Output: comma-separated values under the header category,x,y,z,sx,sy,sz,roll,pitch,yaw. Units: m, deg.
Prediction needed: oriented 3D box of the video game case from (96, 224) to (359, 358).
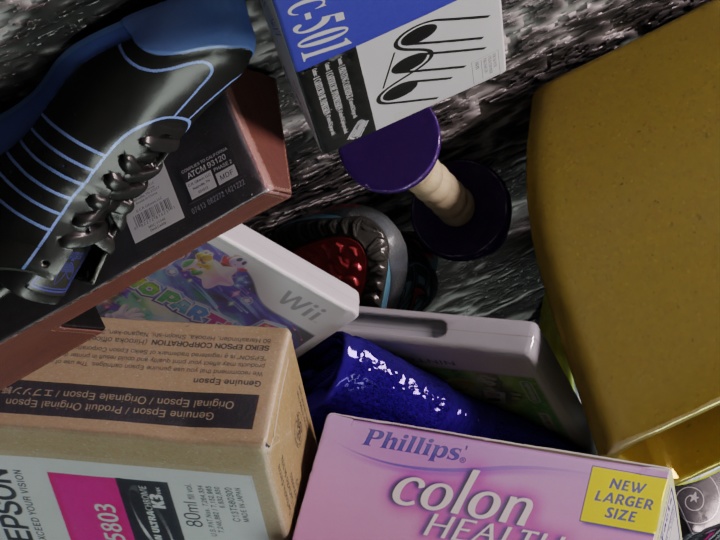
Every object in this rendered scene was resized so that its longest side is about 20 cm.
category,x,y,z,sx,sy,sz,roll,pitch,yaw
video game case,-0.118,0.033,1.228,0.143,0.018,0.200,30,132,-31

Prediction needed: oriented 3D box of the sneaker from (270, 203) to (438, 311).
category,x,y,z,sx,sy,sz,roll,pitch,yaw
sneaker,0.000,0.000,1.355,0.095,0.079,0.200,-41,171,-21

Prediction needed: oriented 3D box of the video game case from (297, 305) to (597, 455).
category,x,y,z,sx,sy,sz,roll,pitch,yaw
video game case,0.031,0.070,1.314,0.181,0.022,0.200,5,156,21

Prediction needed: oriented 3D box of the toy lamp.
category,x,y,z,sx,sy,sz,roll,pitch,yaw
toy lamp,0.040,-0.044,1.262,0.058,0.058,0.200,-25,163,7

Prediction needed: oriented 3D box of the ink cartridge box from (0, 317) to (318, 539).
category,x,y,z,sx,sy,sz,roll,pitch,yaw
ink cartridge box,-0.104,0.111,1.232,0.164,0.075,0.200,2,142,11

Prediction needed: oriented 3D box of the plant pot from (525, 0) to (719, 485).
category,x,y,z,sx,sy,sz,roll,pitch,yaw
plant pot,0.186,-0.022,1.271,0.193,0.201,0.195,-26,165,9

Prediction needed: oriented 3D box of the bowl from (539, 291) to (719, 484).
category,x,y,z,sx,sy,sz,roll,pitch,yaw
bowl,0.182,0.025,1.549,0.199,0.201,0.108,-14,-155,-29

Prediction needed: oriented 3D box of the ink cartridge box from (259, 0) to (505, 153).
category,x,y,z,sx,sy,sz,roll,pitch,yaw
ink cartridge box,0.007,-0.114,1.004,0.094,0.044,0.200,-25,164,-2

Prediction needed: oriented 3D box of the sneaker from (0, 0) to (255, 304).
category,x,y,z,sx,sy,sz,roll,pitch,yaw
sneaker,-0.115,-0.038,1.014,0.199,0.078,0.070,-31,163,26

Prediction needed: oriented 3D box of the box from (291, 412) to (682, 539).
category,x,y,z,sx,sy,sz,roll,pitch,yaw
box,0.071,0.170,1.248,0.175,0.097,0.200,9,153,15

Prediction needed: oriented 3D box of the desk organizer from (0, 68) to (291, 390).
category,x,y,z,sx,sy,sz,roll,pitch,yaw
desk organizer,-0.120,-0.017,1.093,0.199,0.072,0.077,-29,166,19

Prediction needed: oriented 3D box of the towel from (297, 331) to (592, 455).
category,x,y,z,sx,sy,sz,roll,pitch,yaw
towel,0.029,0.101,1.296,0.199,0.050,0.147,26,155,-25

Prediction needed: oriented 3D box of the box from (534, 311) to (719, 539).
category,x,y,z,sx,sy,sz,roll,pitch,yaw
box,0.214,0.089,1.674,0.114,0.201,0.132,-20,164,-16
